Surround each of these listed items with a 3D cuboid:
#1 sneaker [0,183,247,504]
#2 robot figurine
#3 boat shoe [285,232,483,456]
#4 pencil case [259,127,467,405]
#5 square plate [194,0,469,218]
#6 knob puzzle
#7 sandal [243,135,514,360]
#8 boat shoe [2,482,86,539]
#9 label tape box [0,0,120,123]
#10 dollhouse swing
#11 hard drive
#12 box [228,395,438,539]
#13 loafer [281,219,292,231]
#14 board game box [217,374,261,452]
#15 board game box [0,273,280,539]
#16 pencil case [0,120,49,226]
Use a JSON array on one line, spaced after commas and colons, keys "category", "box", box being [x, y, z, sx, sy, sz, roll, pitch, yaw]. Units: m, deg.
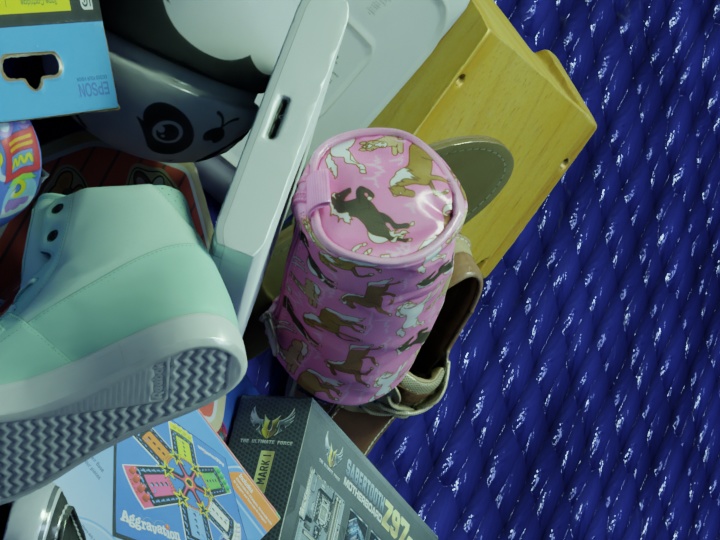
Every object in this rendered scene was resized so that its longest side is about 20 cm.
[{"category": "sneaker", "box": [-0.155, 0.031, 1.146, 0.074, 0.200, 0.118, 64, 7, -52]}, {"category": "robot figurine", "box": [-0.080, -0.151, 1.270, 0.200, 0.150, 0.125, -64, -170, 9]}, {"category": "boat shoe", "box": [0.014, 0.055, 1.512, 0.076, 0.072, 0.200, -4, 131, -38]}, {"category": "pencil case", "box": [0.000, 0.000, 1.323, 0.086, 0.083, 0.200, -35, 164, -21]}, {"category": "square plate", "box": [-0.028, -0.120, 1.421, 0.198, 0.028, 0.200, -49, 152, 2]}, {"category": "knob puzzle", "box": [-0.120, 0.014, 1.294, 0.219, 0.030, 0.220, 16, 69, -50]}, {"category": "sandal", "box": [-0.020, -0.032, 1.445, 0.070, 0.212, 0.078, 54, -2, 40]}, {"category": "boat shoe", "box": [-0.135, 0.174, 1.214, 0.070, 0.066, 0.200, -77, 173, -46]}, {"category": "label tape box", "box": [-0.184, -0.163, 1.138, 0.144, 0.063, 0.200, -15, 98, -64]}, {"category": "dollhouse swing", "box": [0.030, -0.128, 1.633, 0.182, 0.176, 0.200, -53, 153, 4]}, {"category": "hard drive", "box": [-0.047, -0.040, 1.237, 0.200, 0.027, 0.132, 111, -2, -72]}, {"category": "box", "box": [-0.026, 0.182, 1.435, 0.200, 0.051, 0.158, 51, 46, -54]}, {"category": "loafer", "box": [0.003, 0.007, 1.571, 0.200, 0.072, 0.073, 9, 84, -65]}, {"category": "board game box", "box": [-0.084, 0.137, 1.419, 0.200, 0.045, 0.135, 59, 40, -49]}, {"category": "board game box", "box": [-0.127, 0.090, 1.245, 0.103, 0.019, 0.200, -44, 123, -15]}, {"category": "pencil case", "box": [-0.213, -0.019, 1.092, 0.200, 0.078, 0.087, -49, 152, -55]}]
